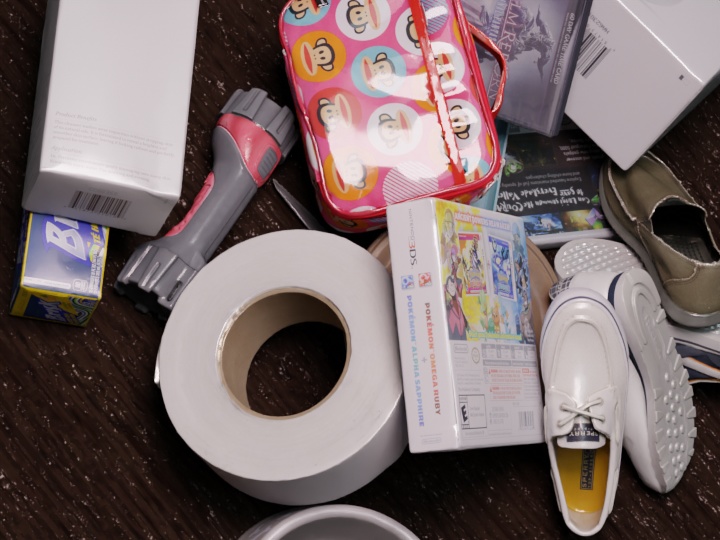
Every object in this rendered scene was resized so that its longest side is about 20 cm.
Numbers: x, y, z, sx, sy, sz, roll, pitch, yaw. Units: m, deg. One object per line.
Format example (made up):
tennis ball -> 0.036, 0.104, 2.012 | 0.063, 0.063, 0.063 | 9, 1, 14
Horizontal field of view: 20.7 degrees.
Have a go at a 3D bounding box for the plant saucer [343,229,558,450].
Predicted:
plant saucer -> 0.083, 0.046, 1.600 | 0.199, 0.029, 0.201 | 2, 83, -19

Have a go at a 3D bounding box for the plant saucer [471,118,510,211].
plant saucer -> 0.092, -0.125, 1.674 | 0.070, 0.019, 0.201 | 17, 66, -12

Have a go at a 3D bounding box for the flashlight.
flashlight -> -0.125, -0.054, 1.579 | 0.068, 0.068, 0.200 | 37, 67, -6

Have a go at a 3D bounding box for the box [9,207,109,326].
box -> -0.228, -0.063, 1.541 | 0.064, 0.070, 0.201 | 9, 67, -15

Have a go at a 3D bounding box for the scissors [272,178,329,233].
scissors -> 0.000, 0.000, 1.625 | 0.073, 0.014, 0.201 | -24, 77, -22

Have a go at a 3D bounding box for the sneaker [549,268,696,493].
sneaker -> 0.217, 0.090, 1.612 | 0.076, 0.080, 0.201 | -41, 119, -52

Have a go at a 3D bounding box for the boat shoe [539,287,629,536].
boat shoe -> 0.175, 0.115, 1.544 | 0.070, 0.070, 0.201 | 1, 112, 5

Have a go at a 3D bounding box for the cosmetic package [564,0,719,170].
cosmetic package -> 0.230, -0.225, 1.692 | 0.199, 0.123, 0.200 | 45, 43, 6

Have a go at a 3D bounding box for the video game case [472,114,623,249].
video game case -> 0.138, -0.105, 1.705 | 0.199, 0.023, 0.183 | -6, 71, -21

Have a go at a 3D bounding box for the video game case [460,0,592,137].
video game case -> 0.090, -0.209, 1.630 | 0.199, 0.144, 0.019 | 22, 22, 25

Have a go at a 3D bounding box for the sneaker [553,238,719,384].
sneaker -> 0.251, 0.044, 1.659 | 0.199, 0.080, 0.079 | 25, 54, 19

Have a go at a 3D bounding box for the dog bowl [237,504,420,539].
dog bowl -> -0.018, 0.269, 1.487 | 0.199, 0.059, 0.201 | 7, 67, -16

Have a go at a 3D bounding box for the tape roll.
tape roll -> -0.051, 0.073, 1.497 | 0.201, 0.071, 0.204 | -5, 68, 12

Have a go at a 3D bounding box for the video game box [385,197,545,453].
video game box -> 0.083, 0.044, 1.494 | 0.047, 0.200, 0.183 | -5, 84, 23

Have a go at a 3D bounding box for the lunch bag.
lunch bag -> 0.034, -0.140, 1.584 | 0.175, 0.082, 0.201 | -14, 80, -4

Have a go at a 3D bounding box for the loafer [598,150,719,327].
loafer -> 0.260, -0.042, 1.638 | 0.075, 0.070, 0.200 | -9, 46, -18

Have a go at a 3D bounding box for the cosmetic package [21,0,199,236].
cosmetic package -> -0.189, -0.141, 1.501 | 0.112, 0.081, 0.201 | 12, 65, -16
